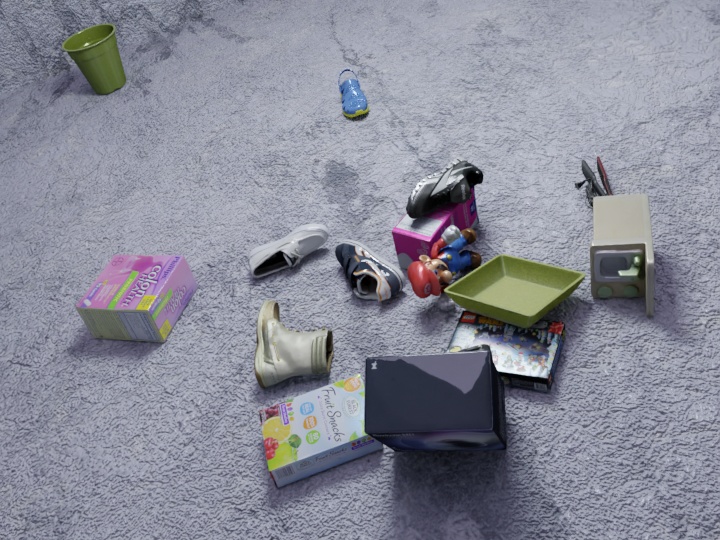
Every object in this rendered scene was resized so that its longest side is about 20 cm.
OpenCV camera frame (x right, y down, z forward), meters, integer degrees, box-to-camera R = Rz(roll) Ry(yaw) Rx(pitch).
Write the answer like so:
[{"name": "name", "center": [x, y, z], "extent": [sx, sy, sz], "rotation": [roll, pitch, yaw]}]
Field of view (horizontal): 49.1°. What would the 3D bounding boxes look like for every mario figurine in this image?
[{"name": "mario figurine", "center": [0.179, -0.005, 1.560], "extent": [0.124, 0.106, 0.199], "rotation": [49, 51, 8]}]

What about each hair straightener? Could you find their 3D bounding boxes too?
[{"name": "hair straightener", "center": [0.504, -0.174, 1.711], "extent": [0.075, 0.041, 0.203], "rotation": [-10, 44, 9]}]

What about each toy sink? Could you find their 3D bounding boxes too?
[{"name": "toy sink", "center": [0.483, -0.028, 1.467], "extent": [0.109, 0.132, 0.202], "rotation": [-2, 42, 18]}]

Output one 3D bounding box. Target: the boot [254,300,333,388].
[{"name": "boot", "center": [-0.128, 0.133, 1.555], "extent": [0.151, 0.073, 0.203], "rotation": [-11, 44, 8]}]

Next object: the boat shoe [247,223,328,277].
[{"name": "boat shoe", "center": [-0.161, -0.041, 1.774], "extent": [0.196, 0.073, 0.066], "rotation": [-19, 43, 0]}]

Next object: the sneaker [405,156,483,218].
[{"name": "sneaker", "center": [0.180, -0.166, 1.633], "extent": [0.199, 0.067, 0.090], "rotation": [-37, 43, -26]}]

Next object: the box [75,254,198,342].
[{"name": "box", "center": [-0.496, 0.059, 1.761], "extent": [0.195, 0.098, 0.178], "rotation": [2, 42, 21]}]

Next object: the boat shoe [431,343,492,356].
[{"name": "boat shoe", "center": [0.143, 0.172, 1.382], "extent": [0.196, 0.069, 0.058], "rotation": [-12, 58, 28]}]

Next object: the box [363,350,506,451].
[{"name": "box", "center": [0.121, 0.213, 1.243], "extent": [0.195, 0.199, 0.126], "rotation": [-5, 68, 16]}]

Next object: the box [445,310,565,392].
[{"name": "box", "center": [0.259, 0.142, 1.423], "extent": [0.196, 0.040, 0.138], "rotation": [5, 43, 26]}]

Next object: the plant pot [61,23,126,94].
[{"name": "plant pot", "center": [-0.919, -0.735, 2.781], "extent": [0.195, 0.193, 0.202], "rotation": [-10, 39, 8]}]

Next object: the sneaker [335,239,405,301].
[{"name": "sneaker", "center": [0.000, 0.000, 1.657], "extent": [0.079, 0.080, 0.198], "rotation": [-34, 43, -29]}]

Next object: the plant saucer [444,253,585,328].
[{"name": "plant saucer", "center": [0.291, 0.043, 1.482], "extent": [0.197, 0.049, 0.198], "rotation": [16, 33, 42]}]

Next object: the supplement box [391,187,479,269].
[{"name": "supplement box", "center": [0.163, -0.096, 1.690], "extent": [0.102, 0.103, 0.200], "rotation": [17, 51, 33]}]

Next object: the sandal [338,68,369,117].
[{"name": "sandal", "center": [-0.027, -0.511, 2.265], "extent": [0.078, 0.088, 0.202], "rotation": [-17, 40, -3]}]

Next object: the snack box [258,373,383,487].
[{"name": "snack box", "center": [-0.072, 0.277, 1.378], "extent": [0.196, 0.054, 0.143], "rotation": [-19, 40, -2]}]
